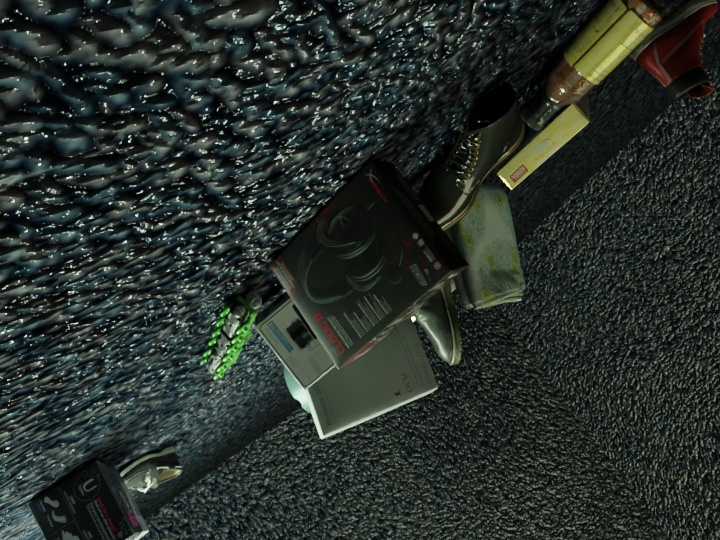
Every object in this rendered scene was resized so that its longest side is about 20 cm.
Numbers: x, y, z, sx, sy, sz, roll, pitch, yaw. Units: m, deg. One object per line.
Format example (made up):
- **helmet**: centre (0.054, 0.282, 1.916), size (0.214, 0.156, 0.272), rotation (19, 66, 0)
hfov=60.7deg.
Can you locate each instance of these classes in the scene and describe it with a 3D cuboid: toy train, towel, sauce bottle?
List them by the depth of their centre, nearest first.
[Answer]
- **sauce bottle**: centre (0.284, -0.265, 0.783), size (0.065, 0.067, 0.200), rotation (-25, 165, -48)
- **toy train**: centre (-0.169, 0.087, 0.811), size (0.056, 0.042, 0.201), rotation (-42, 173, -37)
- **towel**: centre (0.199, -0.042, 0.995), size (0.047, 0.205, 0.169), rotation (-18, 173, 40)

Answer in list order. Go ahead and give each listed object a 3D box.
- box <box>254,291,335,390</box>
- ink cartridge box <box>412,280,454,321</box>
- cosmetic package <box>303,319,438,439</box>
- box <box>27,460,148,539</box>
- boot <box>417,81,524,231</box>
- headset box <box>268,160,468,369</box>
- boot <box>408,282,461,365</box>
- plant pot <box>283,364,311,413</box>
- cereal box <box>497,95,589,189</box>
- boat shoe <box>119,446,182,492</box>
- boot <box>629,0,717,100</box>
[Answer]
- **box**: centre (-0.036, 0.051, 0.847), size (0.198, 0.118, 0.060), rotation (-38, -169, -3)
- **ink cartridge box**: centre (0.126, -0.015, 1.113), size (0.124, 0.130, 0.200), rotation (-27, 165, -48)
- **cosmetic package**: centre (-0.007, 0.137, 0.997), size (0.196, 0.204, 0.123), rotation (-20, 166, -9)
- **box**: centre (-0.431, 0.405, 1.003), size (0.113, 0.134, 0.201), rotation (-31, 168, -20)
- **boot**: centre (0.125, -0.140, 0.776), size (0.201, 0.077, 0.138), rotation (-53, 164, 5)
- **headset box**: centre (0.000, 0.000, 0.707), size (0.199, 0.150, 0.077), rotation (-41, 168, 22)
- **boot**: centre (0.042, 0.072, 0.917), size (0.195, 0.187, 0.073), rotation (-14, -179, -10)
- **plant pot**: centre (-0.044, 0.189, 1.274), size (0.194, 0.203, 0.199), rotation (-33, 172, 24)
- **cereal box**: centre (0.282, -0.208, 0.939), size (0.144, 0.040, 0.200), rotation (-44, -176, 31)
- **boat shoe**: centre (-0.426, 0.412, 1.240), size (0.073, 0.061, 0.200), rotation (-37, 169, 5)
- **boot**: centre (0.570, -0.373, 1.050), size (0.198, 0.145, 0.073), rotation (-36, 168, -17)
